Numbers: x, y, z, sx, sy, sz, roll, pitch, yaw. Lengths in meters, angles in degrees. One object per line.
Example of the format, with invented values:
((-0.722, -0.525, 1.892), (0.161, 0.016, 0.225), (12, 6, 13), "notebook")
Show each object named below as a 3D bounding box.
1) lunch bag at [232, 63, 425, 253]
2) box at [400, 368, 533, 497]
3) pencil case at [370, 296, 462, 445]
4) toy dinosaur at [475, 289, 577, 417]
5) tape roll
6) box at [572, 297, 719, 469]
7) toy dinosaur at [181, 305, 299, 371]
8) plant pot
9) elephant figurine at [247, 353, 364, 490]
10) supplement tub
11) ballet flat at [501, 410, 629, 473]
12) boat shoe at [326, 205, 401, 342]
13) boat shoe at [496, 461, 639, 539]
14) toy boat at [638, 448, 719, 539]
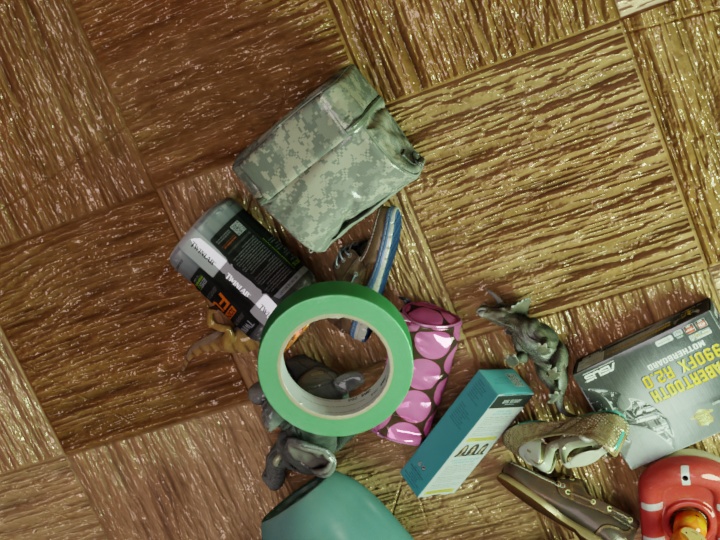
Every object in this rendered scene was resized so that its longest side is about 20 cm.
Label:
((-0.038, -0.134, 1.636), (0.200, 0.139, 0.168), (-36, 98, 25), "lunch bag")
((0.142, 0.220, 1.751), (0.049, 0.082, 0.200), (51, 120, 32), "box")
((0.067, 0.140, 1.741), (0.091, 0.093, 0.201), (34, 120, 43), "pencil case")
((0.239, 0.106, 1.686), (0.200, 0.102, 0.077), (43, 123, -14), "toy dinosaur")
((-0.032, 0.114, 1.663), (0.200, 0.048, 0.201), (0, 113, 0), "tape roll")
((0.400, 0.149, 1.680), (0.200, 0.048, 0.159), (-28, 101, 23), "box")
((-0.185, 0.092, 1.807), (0.199, 0.060, 0.107), (-9, 110, 18), "toy dinosaur")
((-0.043, 0.378, 1.812), (0.200, 0.201, 0.161), (-35, 91, 24), "plant pot")
((-0.068, 0.227, 1.807), (0.141, 0.155, 0.201), (-27, 120, -21), "elephant figurine")
((-0.145, 0.010, 1.723), (0.200, 0.123, 0.123), (43, 115, 1), "supplement tub")
((0.260, 0.230, 1.704), (0.070, 0.065, 0.200), (40, 141, -26), "ballet flat")
((0.000, 0.000, 1.715), (0.072, 0.072, 0.201), (20, 114, 8), "boat shoe")
((0.284, 0.316, 1.769), (0.200, 0.070, 0.070), (33, 79, 9), "boat shoe")
((0.431, 0.338, 1.699), (0.130, 0.131, 0.201), (-3, 111, 16), "toy boat")
